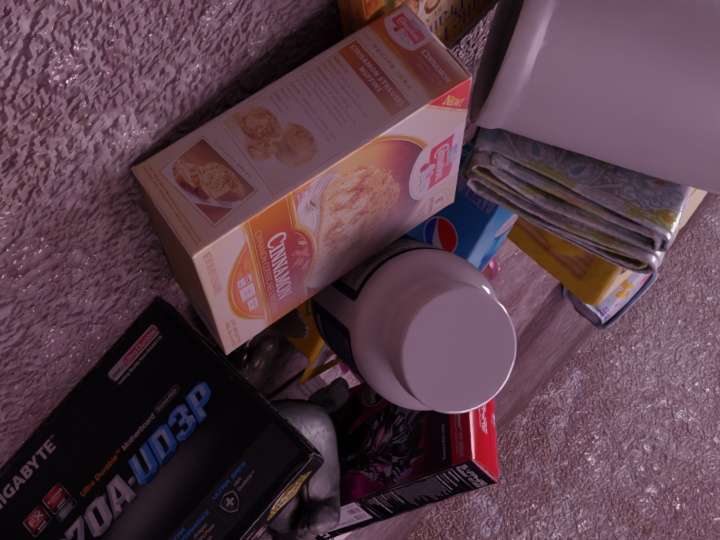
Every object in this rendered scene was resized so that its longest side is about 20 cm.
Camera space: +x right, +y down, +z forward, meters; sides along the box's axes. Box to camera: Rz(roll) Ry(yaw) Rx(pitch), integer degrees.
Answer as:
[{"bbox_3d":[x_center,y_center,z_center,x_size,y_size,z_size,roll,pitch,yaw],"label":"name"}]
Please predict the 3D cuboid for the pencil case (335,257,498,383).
[{"bbox_3d":[0.058,0.036,1.107,0.200,0.082,0.087,-42,155,-22],"label":"pencil case"}]

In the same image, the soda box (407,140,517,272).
[{"bbox_3d":[0.071,-0.012,0.904,0.067,0.064,0.202,-26,151,-50],"label":"soda box"}]

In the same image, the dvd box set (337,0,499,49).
[{"bbox_3d":[0.044,-0.201,0.675,0.146,0.029,0.201,-45,161,-13],"label":"dvd box set"}]

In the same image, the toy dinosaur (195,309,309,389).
[{"bbox_3d":[-0.105,0.080,0.818,0.201,0.077,0.102,-55,155,8],"label":"toy dinosaur"}]

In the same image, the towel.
[{"bbox_3d":[0.184,-0.096,0.844,0.201,0.169,0.049,-56,169,-44],"label":"towel"}]

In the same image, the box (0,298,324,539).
[{"bbox_3d":[-0.146,0.148,0.719,0.200,0.159,0.046,-47,163,-4],"label":"box"}]

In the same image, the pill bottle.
[{"bbox_3d":[0.036,0.036,0.758,0.111,0.111,0.200,-47,-162,-4],"label":"pill bottle"}]

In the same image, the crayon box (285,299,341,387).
[{"bbox_3d":[0.000,0.000,0.945,0.125,0.051,0.202,-24,149,-53],"label":"crayon box"}]

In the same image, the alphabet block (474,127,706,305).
[{"bbox_3d":[0.247,-0.125,1.048,0.199,0.196,0.197,-33,155,-40],"label":"alphabet block"}]

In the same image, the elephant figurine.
[{"bbox_3d":[-0.106,0.164,0.872,0.140,0.158,0.199,-25,150,26],"label":"elephant figurine"}]

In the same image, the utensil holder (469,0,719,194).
[{"bbox_3d":[0.198,-0.159,0.758,0.170,0.197,0.173,-162,-90,-88],"label":"utensil holder"}]

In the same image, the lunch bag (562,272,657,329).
[{"bbox_3d":[0.485,0.017,2.028,0.170,0.127,0.200,-47,169,0],"label":"lunch bag"}]

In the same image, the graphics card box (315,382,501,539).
[{"bbox_3d":[0.029,0.157,0.957,0.198,0.127,0.051,-25,133,28],"label":"graphics card box"}]

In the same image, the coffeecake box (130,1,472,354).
[{"bbox_3d":[-0.031,-0.054,0.674,0.199,0.073,0.154,-34,159,-14],"label":"coffeecake box"}]

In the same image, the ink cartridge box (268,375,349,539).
[{"bbox_3d":[-0.075,0.216,1.048,0.199,0.145,0.085,-33,158,-41],"label":"ink cartridge box"}]
